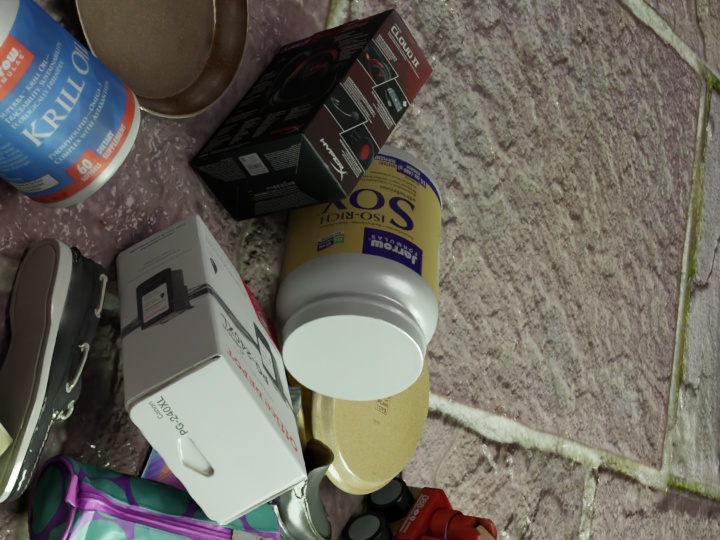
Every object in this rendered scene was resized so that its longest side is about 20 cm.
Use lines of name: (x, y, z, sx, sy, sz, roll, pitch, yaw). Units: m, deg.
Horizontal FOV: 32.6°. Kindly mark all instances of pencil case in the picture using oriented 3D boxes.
pencil case: (-0.156, 0.202, 0.957, 0.199, 0.092, 0.086, 19, 59, -32)

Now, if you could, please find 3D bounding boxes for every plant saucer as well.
plant saucer: (-0.171, -0.227, 1.028, 0.200, 0.034, 0.202, 1, 88, -52)

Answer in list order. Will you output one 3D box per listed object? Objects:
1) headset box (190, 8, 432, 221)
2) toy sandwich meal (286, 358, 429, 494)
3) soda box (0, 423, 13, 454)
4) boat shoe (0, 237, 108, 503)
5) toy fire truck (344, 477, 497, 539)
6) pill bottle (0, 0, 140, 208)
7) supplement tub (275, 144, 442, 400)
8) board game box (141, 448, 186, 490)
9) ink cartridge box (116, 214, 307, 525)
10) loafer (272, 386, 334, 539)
headset box: (-0.037, -0.145, 1.103, 0.075, 0.148, 0.200, 53, 49, -27)
toy sandwich meal: (-0.006, 0.120, 1.220, 0.205, 0.070, 0.207, -7, 98, -52)
soda box: (-0.318, 0.063, 0.809, 0.068, 0.064, 0.201, -53, 129, -38)
boat shoe: (-0.235, 0.078, 0.916, 0.060, 0.074, 0.201, 28, 59, -44)
toy fire truck: (0.084, 0.314, 1.223, 0.176, 0.199, 0.129, -52, 128, -39)
pill bottle: (-0.256, -0.139, 0.852, 0.200, 0.112, 0.113, 42, 58, -44)
supplement tub: (0.000, 0.000, 1.110, 0.146, 0.145, 0.201, 50, 32, -40)
board game box: (-0.133, 0.226, 1.069, 0.158, 0.039, 0.201, 44, 57, -43)
ink cartridge box: (-0.119, 0.074, 0.968, 0.146, 0.083, 0.200, 59, 6, -35)
loafer: (-0.057, 0.184, 1.121, 0.073, 0.072, 0.201, -97, 167, -49)
